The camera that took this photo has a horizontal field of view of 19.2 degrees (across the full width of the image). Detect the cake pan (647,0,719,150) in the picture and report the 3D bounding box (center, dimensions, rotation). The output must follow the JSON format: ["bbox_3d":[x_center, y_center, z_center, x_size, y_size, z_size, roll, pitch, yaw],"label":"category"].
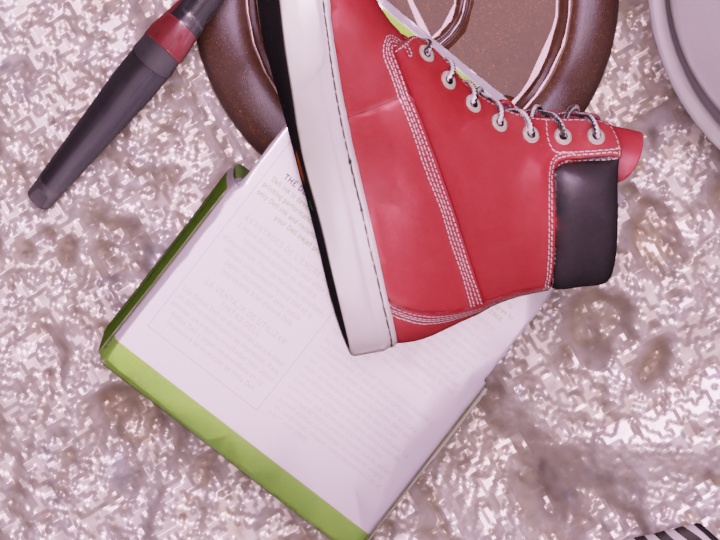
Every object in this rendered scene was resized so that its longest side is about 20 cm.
[{"bbox_3d":[0.221,-0.128,0.920,0.198,0.037,0.202,0,97,0],"label":"cake pan"}]

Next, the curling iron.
[{"bbox_3d":[-0.092,-0.109,0.958,0.050,0.025,0.201,44,110,28],"label":"curling iron"}]

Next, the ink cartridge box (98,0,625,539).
[{"bbox_3d":[0.000,0.000,0.957,0.147,0.076,0.200,38,94,-9],"label":"ink cartridge box"}]

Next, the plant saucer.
[{"bbox_3d":[0.022,-0.126,0.969,0.198,0.032,0.202,0,97,-2],"label":"plant saucer"}]

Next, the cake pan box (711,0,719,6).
[{"bbox_3d":[0.260,-0.163,0.960,0.199,0.052,0.185,31,93,-5],"label":"cake pan box"}]

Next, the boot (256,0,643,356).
[{"bbox_3d":[0.039,-0.077,0.878,0.143,0.072,0.202,-16,107,-4],"label":"boot"}]

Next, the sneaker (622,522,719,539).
[{"bbox_3d":[0.171,0.214,0.990,0.114,0.076,0.202,-20,95,3],"label":"sneaker"}]
